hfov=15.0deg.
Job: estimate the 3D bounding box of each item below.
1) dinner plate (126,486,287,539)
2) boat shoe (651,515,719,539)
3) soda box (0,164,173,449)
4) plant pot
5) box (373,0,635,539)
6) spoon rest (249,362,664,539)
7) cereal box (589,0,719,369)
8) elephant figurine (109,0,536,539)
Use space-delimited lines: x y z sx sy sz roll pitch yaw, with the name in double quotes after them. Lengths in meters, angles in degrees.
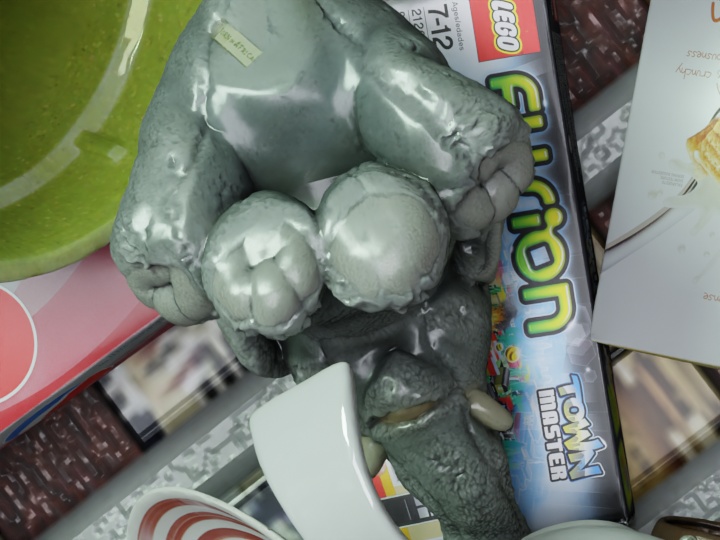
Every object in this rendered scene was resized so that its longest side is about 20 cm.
-0.009 0.153 0.934 0.024 0.200 0.200 -36 84 -25 "dinner plate"
0.195 0.105 0.936 0.202 0.075 0.075 -6 92 11 "boat shoe"
-0.155 0.043 1.001 0.200 0.070 0.063 -36 87 9 "soda box"
-0.170 -0.113 0.933 0.184 0.200 0.201 16 95 42 "plant pot"
0.030 -0.001 0.984 0.110 0.035 0.201 -9 90 10 "box"
0.045 0.101 0.875 0.099 0.200 0.061 -31 44 28 "spoon rest"
0.164 -0.060 0.925 0.143 0.039 0.201 10 91 30 "cereal box"
0.000 0.000 0.917 0.141 0.200 0.156 18 72 24 "elephant figurine"
